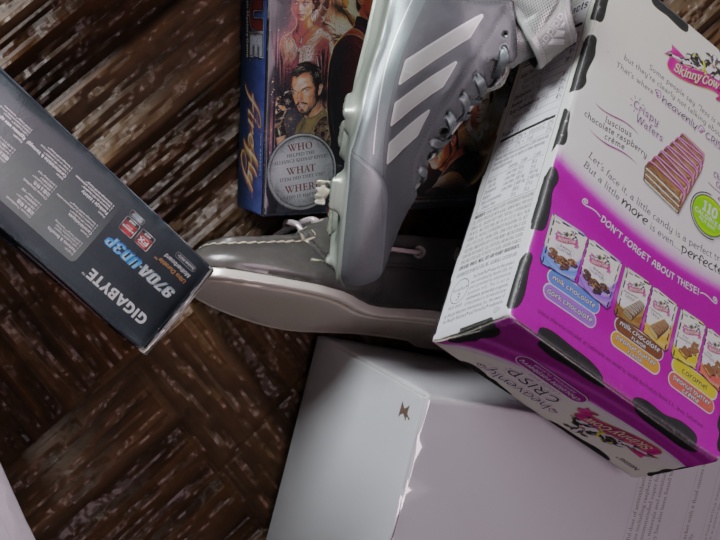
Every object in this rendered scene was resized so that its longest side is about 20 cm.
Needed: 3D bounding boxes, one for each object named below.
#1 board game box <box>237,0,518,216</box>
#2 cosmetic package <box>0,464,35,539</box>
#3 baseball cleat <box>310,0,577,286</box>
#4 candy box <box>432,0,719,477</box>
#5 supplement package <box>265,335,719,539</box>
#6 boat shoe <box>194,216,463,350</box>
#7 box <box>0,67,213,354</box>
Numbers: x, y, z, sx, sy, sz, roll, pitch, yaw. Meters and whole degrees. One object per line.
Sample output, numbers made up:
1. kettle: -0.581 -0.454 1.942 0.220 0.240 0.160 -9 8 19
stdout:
1. board game box: 0.037 -0.100 0.845 0.198 0.035 0.137 -4 103 -27
2. cosmetic package: -0.193 0.120 0.765 0.082 0.051 0.201 -26 112 -18
3. baseball cleat: 0.042 -0.086 0.771 0.105 0.070 0.202 11 90 -1
4. candy box: 0.124 -0.024 0.805 0.136 0.061 0.201 34 60 -25
5. supplement package: 0.072 0.117 0.863 0.199 0.120 0.122 12 97 -30
6. boat shoe: 0.000 0.000 0.838 0.199 0.067 0.058 12 70 -33
7. box: -0.164 -0.061 0.678 0.046 0.159 0.200 -50 119 -8
